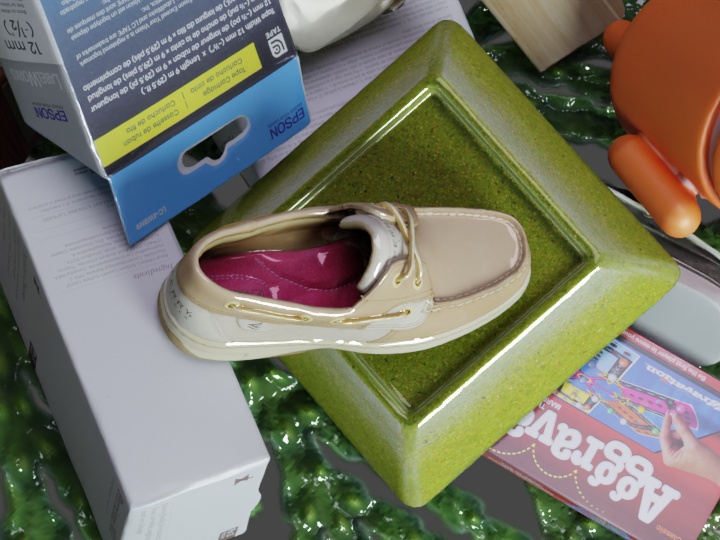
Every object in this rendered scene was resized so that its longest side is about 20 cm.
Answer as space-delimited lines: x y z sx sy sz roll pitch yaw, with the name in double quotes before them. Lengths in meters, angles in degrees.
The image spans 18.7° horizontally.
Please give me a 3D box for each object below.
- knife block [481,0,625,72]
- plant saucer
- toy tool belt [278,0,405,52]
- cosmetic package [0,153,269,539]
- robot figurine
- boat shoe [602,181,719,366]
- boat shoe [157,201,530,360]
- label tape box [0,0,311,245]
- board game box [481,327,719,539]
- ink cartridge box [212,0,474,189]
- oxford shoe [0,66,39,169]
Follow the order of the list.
"knife block" 0.060 -0.231 1.290 0.176 0.064 0.200 13 52 -53
"plant saucer" 0.036 -0.009 1.190 0.200 0.048 0.200 -41 78 1
"toy tool belt" -0.024 -0.228 1.207 0.123 0.125 0.200 -26 104 4
"cosmetic package" -0.124 0.046 1.152 0.081 0.113 0.200 -16 66 -17
"robot figurine" 0.218 -0.093 1.235 0.144 0.117 0.200 -14 35 -24
"boat shoe" 0.130 -0.017 1.254 0.200 0.071 0.064 32 40 3
"boat shoe" 0.000 0.000 1.102 0.200 0.069 0.074 -11 66 -19
"label tape box" -0.117 -0.136 1.130 0.066 0.200 0.143 13 39 45
"board game box" 0.115 0.071 1.219 0.200 0.019 0.103 30 78 5
"ink cartridge box" 0.000 -0.086 1.286 0.162 0.057 0.200 -22 90 -19
"oxford shoe" -0.257 -0.035 1.207 0.075 0.070 0.200 20 62 35
